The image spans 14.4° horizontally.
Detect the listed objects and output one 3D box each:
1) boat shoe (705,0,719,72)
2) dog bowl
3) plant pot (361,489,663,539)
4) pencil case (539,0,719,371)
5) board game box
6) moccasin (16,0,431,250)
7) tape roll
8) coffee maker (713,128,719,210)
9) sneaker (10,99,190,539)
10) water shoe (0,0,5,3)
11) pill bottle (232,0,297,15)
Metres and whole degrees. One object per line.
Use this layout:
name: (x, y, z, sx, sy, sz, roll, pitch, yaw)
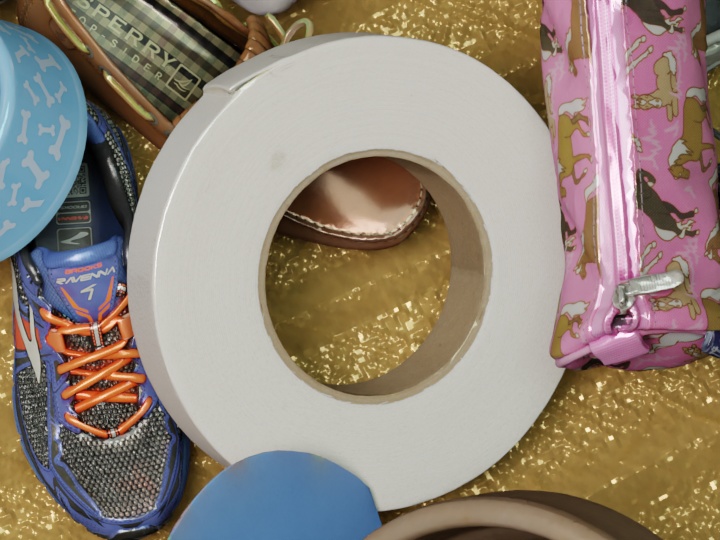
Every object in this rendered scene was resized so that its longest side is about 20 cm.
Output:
boat shoe: (0.173, -0.142, 1.265, 0.200, 0.066, 0.072, -33, 82, -10)
dog bowl: (-0.211, -0.074, 1.191, 0.200, 0.050, 0.112, 21, 82, 26)
plant pot: (0.097, 0.179, 1.121, 0.200, 0.175, 0.201, 2, 94, 33)
pencil case: (0.111, -0.059, 1.175, 0.083, 0.086, 0.200, 0, 83, -27)
board game box: (-0.035, 0.173, 1.145, 0.039, 0.158, 0.200, -10, 103, 36)
moccasin: (-0.056, -0.079, 1.226, 0.201, 0.078, 0.074, 40, 75, -1)
tape roll: (0.000, 0.000, 1.195, 0.202, 0.037, 0.203, -3, 97, -23)
coffee maker: (0.258, -0.029, 1.213, 0.200, 0.135, 0.192, -22, 80, -9)
sneaker: (-0.119, 0.017, 1.203, 0.075, 0.078, 0.200, -13, 79, -6)
water shoe: (-0.165, -0.207, 1.256, 0.079, 0.072, 0.200, 12, 67, 1)
pill bottle: (0.000, -0.213, 1.244, 0.200, 0.112, 0.112, -41, 84, -11)
